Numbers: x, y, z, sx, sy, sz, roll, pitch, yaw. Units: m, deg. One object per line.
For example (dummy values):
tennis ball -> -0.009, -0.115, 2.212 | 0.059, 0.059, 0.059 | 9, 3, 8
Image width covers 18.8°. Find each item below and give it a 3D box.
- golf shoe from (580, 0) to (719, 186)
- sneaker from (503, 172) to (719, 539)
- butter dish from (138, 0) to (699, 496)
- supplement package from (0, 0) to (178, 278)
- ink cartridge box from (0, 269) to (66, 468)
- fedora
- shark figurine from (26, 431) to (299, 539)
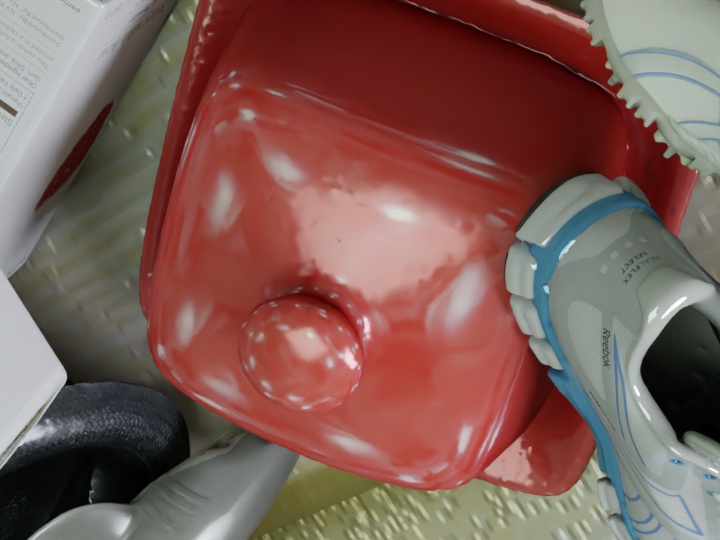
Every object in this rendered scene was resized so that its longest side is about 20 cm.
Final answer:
golf shoe -> 0.147, -0.056, 0.699 | 0.097, 0.078, 0.201 | -52, 57, 40
sneaker -> 0.119, 0.061, 0.736 | 0.075, 0.087, 0.200 | -41, 125, -6
butter dish -> 0.000, 0.000, 0.780 | 0.198, 0.148, 0.201 | 23, 122, 10
supplement package -> -0.158, -0.079, 0.816 | 0.119, 0.121, 0.200 | 36, 123, 0
ink cartridge box -> -0.226, 0.027, 0.775 | 0.199, 0.085, 0.145 | -19, 110, 32
fedora -> -0.170, 0.093, 0.910 | 0.092, 0.200, 0.201 | 55, 127, 28
shark figurine -> -0.095, 0.164, 0.899 | 0.090, 0.128, 0.215 | 45, 121, 23
